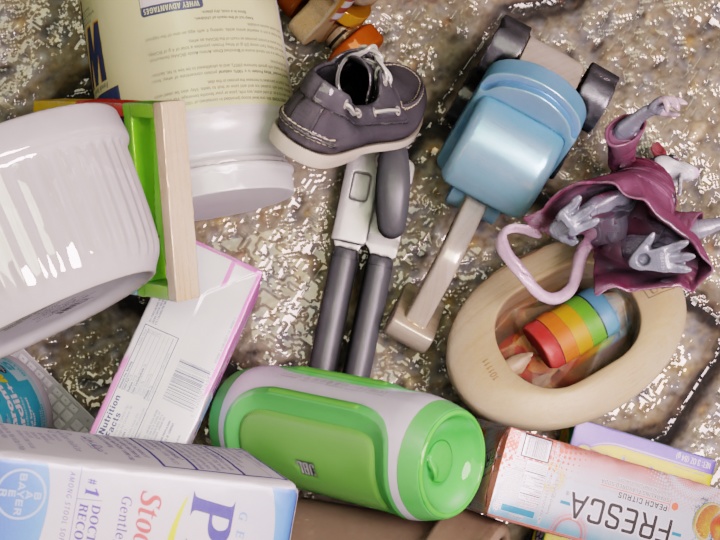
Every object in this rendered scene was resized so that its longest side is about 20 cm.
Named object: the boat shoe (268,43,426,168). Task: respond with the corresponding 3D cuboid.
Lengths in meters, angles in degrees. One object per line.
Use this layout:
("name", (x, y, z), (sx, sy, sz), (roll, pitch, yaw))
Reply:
("boat shoe", (0.005, -0.127, 1.018), (0.072, 0.200, 0.063), (33, 119, 13))

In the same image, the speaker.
("speaker", (-0.013, 0.118, 0.987), (0.199, 0.088, 0.089), (7, 81, 41))

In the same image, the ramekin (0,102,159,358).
("ramekin", (-0.220, -0.012, 0.878), (0.199, 0.200, 0.106), (-26, 87, -6))

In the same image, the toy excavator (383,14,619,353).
("toy excavator", (0.088, -0.058, 1.052), (0.099, 0.195, 0.201), (29, 55, -1))

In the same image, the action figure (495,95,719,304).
("action figure", (0.204, -0.039, 1.037), (0.149, 0.200, 0.134), (-33, 98, 24))

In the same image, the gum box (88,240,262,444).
("gum box", (-0.140, 0.086, 1.014), (0.066, 0.114, 0.201), (24, 78, -2))

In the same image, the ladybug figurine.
("ladybug figurine", (0.154, 0.051, 1.057), (0.199, 0.072, 0.136), (-24, 67, -15))

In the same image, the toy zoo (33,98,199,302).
("toy zoo", (-0.181, -0.053, 0.984), (0.020, 0.199, 0.132), (-11, 104, -40))

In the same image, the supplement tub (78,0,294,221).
("supplement tub", (-0.124, -0.144, 1.030), (0.144, 0.145, 0.202), (-10, 85, -5))

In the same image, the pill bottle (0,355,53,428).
("pill bottle", (-0.289, 0.113, 0.957), (0.110, 0.200, 0.112), (0, 91, 6))

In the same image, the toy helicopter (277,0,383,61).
("toy helicopter", (-0.002, -0.214, 1.018), (0.132, 0.200, 0.079), (-40, 88, 10))

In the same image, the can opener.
("can opener", (0.000, 0.000, 1.064), (0.053, 0.067, 0.201), (12, 83, -2))

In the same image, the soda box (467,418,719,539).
("soda box", (0.171, 0.162, 0.995), (0.199, 0.068, 0.064), (18, 84, -15))

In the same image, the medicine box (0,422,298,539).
("medicine box", (-0.159, 0.200, 0.876), (0.199, 0.103, 0.184), (10, 91, -24))

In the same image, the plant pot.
("plant pot", (-0.008, 0.243, 0.996), (0.174, 0.200, 0.201), (19, 83, 17))

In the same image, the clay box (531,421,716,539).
("clay box", (0.185, 0.223, 1.065), (0.114, 0.048, 0.201), (16, 83, -3))

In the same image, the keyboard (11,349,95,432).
("keyboard", (-0.272, 0.081, 1.064), (0.200, 0.011, 0.056), (44, 83, 1))
